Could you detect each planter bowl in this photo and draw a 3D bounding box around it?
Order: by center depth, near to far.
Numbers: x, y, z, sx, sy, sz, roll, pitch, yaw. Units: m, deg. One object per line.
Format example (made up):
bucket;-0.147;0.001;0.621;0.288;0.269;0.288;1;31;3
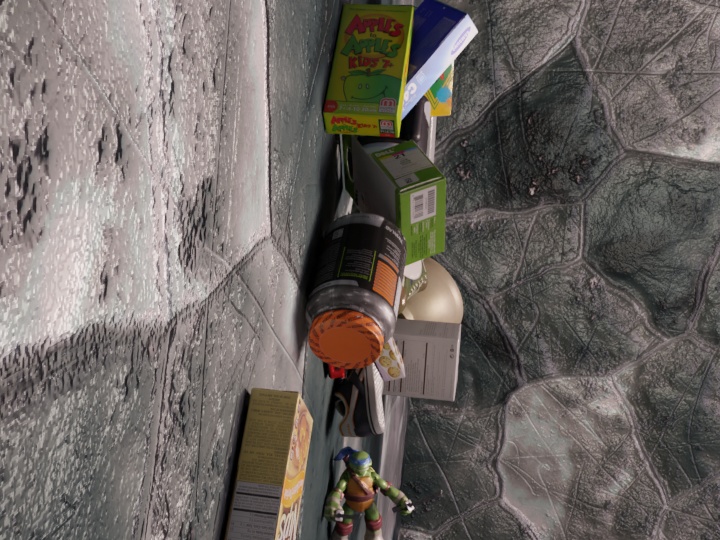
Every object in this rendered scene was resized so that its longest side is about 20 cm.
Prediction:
planter bowl;0.085;0.080;1.853;0.135;0.200;0.200;-35;135;-45

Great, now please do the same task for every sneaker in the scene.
sneaker;-0.004;0.200;1.577;0.200;0.079;0.079;-89;161;-56
sneaker;0.090;0.017;1.736;0.067;0.090;0.200;-43;-152;34

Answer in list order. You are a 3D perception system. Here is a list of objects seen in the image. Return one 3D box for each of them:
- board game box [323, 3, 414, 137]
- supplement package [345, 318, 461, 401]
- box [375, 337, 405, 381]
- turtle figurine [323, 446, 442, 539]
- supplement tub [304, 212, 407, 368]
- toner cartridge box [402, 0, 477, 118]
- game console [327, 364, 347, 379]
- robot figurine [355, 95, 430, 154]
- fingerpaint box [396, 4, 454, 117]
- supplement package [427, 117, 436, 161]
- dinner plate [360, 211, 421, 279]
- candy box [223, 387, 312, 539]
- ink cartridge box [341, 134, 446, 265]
board game box;0.014;-0.282;1.298;0.048;0.101;0.200;80;17;-60
supplement package;0.081;0.160;1.718;0.121;0.200;0.120;-51;145;-76
box;0.031;0.117;1.561;0.200;0.041;0.039;66;13;-48
turtle figurine;0.010;0.420;1.585;0.144;0.200;0.194;-27;134;-40
supplement tub;-0.006;0.027;1.256;0.200;0.122;0.123;-77;169;-45
toner cartridge box;0.071;-0.301;1.360;0.200;0.095;0.043;-49;138;-1
game console;-0.035;0.052;1.450;0.200;0.031;0.177;88;4;-48
robot figurine;0.051;-0.231;1.555;0.150;0.125;0.200;61;34;-69
fingerpaint box;0.095;-0.381;1.680;0.200;0.073;0.167;-131;-142;-58
supplement package;0.087;-0.250;1.838;0.117;0.117;0.200;-68;162;-65
dinner plate;0.060;-0.076;1.664;0.200;0.024;0.200;47;26;-32
candy box;-0.095;0.233;0.954;0.115;0.055;0.200;78;18;-67
ink cartridge box;0.045;-0.128;1.377;0.148;0.076;0.200;87;-23;-46
